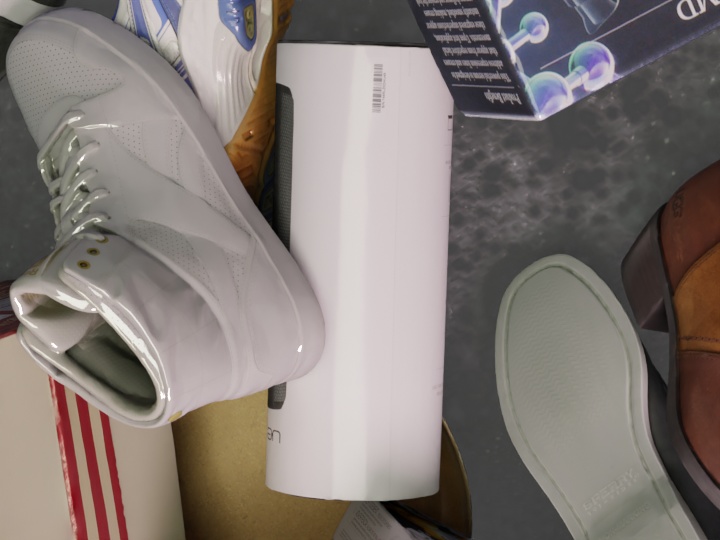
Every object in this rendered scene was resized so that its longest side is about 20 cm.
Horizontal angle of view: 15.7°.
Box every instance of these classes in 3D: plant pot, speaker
[{"bbox_3d":[-0.045,0.110,1.236,0.198,0.028,0.202,2,106,7],"label":"plant pot"},{"bbox_3d":[0.000,0.000,1.151,0.081,0.081,0.202,2,95,8],"label":"speaker"}]

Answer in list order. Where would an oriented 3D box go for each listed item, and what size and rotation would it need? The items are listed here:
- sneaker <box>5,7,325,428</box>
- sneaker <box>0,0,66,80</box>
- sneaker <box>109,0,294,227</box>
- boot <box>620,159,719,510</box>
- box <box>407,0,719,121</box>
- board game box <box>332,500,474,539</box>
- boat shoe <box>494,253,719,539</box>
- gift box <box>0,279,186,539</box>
[{"bbox_3d":[-0.111,-0.025,1.097,0.200,0.115,0.074,51,131,16],"label":"sneaker"},{"bbox_3d":[-0.237,-0.137,1.175,0.199,0.067,0.091,29,106,-2],"label":"sneaker"},{"bbox_3d":[-0.079,-0.079,1.175,0.088,0.075,0.202,10,106,24],"label":"sneaker"},{"bbox_3d":[0.204,-0.002,1.076,0.068,0.189,0.200,14,133,-29],"label":"boot"},{"bbox_3d":[0.077,-0.182,1.067,0.148,0.107,0.201,-28,102,-11],"label":"box"},{"bbox_3d":[0.088,0.163,1.158,0.199,0.126,0.035,28,91,-12],"label":"board game box"},{"bbox_3d":[0.117,0.086,1.155,0.075,0.060,0.201,-29,60,24],"label":"boat shoe"},{"bbox_3d":[-0.175,0.111,1.150,0.199,0.184,0.188,0,101,31],"label":"gift box"}]
